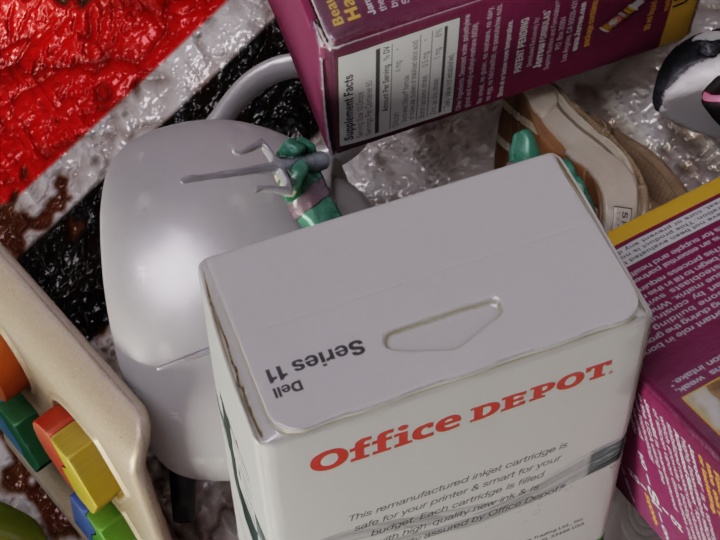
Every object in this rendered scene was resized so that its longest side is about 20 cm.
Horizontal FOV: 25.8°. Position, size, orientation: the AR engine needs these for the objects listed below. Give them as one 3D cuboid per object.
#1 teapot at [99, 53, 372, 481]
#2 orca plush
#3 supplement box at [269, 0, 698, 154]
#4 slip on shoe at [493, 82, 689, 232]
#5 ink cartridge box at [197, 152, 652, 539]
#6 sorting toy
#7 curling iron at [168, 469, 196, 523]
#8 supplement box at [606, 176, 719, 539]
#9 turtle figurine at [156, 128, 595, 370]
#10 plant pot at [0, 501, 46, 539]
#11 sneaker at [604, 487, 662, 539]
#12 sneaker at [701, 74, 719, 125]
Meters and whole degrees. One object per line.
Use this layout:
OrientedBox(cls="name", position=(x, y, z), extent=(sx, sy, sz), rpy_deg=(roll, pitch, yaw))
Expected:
OrientedBox(cls="teapot", position=(-0.042, 0.005, 0.813), extent=(0.144, 0.198, 0.203), rpy_deg=(-11, 106, 7))
OrientedBox(cls="orca plush", position=(0.245, -0.110, 0.775), extent=(0.197, 0.105, 0.072), rpy_deg=(-7, 60, 18))
OrientedBox(cls="supplement box", position=(0.055, -0.161, 0.770), extent=(0.197, 0.104, 0.132), rpy_deg=(-18, 66, -8))
OrientedBox(cls="slip on shoe", position=(0.115, -0.045, 0.790), extent=(0.060, 0.200, 0.077), rpy_deg=(4, 107, -13))
OrientedBox(cls="ink cartridge box", position=(0.022, 0.064, 0.607), extent=(0.145, 0.201, 0.084), rpy_deg=(-17, 54, -12))
OrientedBox(cls="sorting toy", position=(-0.160, 0.087, 0.829), extent=(0.036, 0.201, 0.185), rpy_deg=(-33, 58, -24))
OrientedBox(cls="curling iron", position=(-0.111, 0.046, 0.912), extent=(0.049, 0.025, 0.203), rpy_deg=(-25, 67, 37))
OrientedBox(cls="supplement box", position=(0.169, 0.051, 0.598), extent=(0.130, 0.104, 0.200), rpy_deg=(-24, 28, -6))
OrientedBox(cls="turtle figurine", position=(0.000, 0.000, 0.698), extent=(0.198, 0.102, 0.150), rpy_deg=(-19, 41, -8))
OrientedBox(cls="plant pot", position=(-0.288, 0.189, 0.844), extent=(0.179, 0.200, 0.202), rpy_deg=(9, 75, 19))
OrientedBox(cls="sneaker", position=(0.116, 0.072, 0.768), extent=(0.111, 0.073, 0.202), rpy_deg=(-1, 54, 44))
OrientedBox(cls="sneaker", position=(0.202, -0.063, 0.723), extent=(0.094, 0.201, 0.080), rpy_deg=(8, 48, 9))
